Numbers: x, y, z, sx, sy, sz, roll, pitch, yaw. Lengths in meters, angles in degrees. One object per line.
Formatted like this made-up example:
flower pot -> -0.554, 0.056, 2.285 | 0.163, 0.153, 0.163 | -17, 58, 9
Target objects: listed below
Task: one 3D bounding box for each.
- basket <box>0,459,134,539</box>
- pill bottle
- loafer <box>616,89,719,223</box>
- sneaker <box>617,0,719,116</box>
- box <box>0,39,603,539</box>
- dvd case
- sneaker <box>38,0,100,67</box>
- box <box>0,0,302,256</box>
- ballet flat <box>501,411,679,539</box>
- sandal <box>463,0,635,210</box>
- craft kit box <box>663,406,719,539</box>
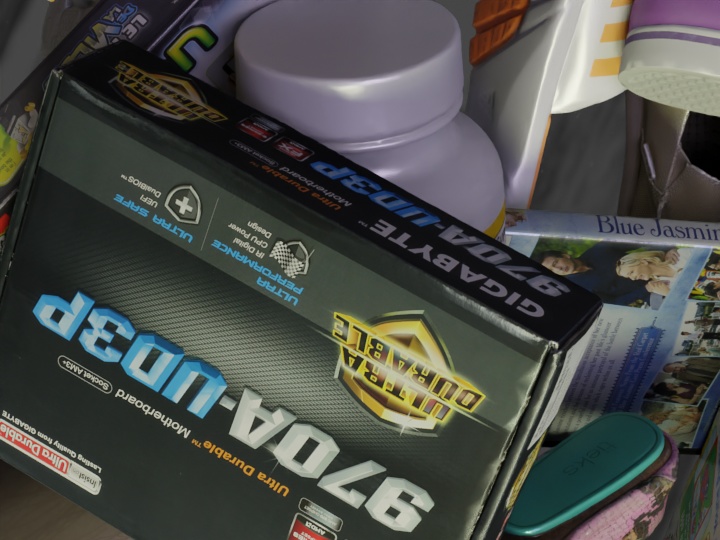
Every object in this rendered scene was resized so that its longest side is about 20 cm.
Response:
basket -> -0.152, 0.144, 0.864 | 0.200, 0.136, 0.180 | -21, 113, -11
pill bottle -> 0.000, 0.000, 0.816 | 0.111, 0.111, 0.200 | -14, 122, -18
loafer -> 0.159, -0.039, 0.968 | 0.076, 0.068, 0.200 | -16, 110, -17
sneaker -> 0.213, -0.108, 0.862 | 0.200, 0.073, 0.114 | 15, 77, 7
box -> -0.034, 0.034, 0.748 | 0.200, 0.046, 0.159 | 29, 121, 15
dvd case -> 0.111, 0.030, 0.935 | 0.200, 0.018, 0.143 | 4, 138, -10
sneaker -> -0.062, -0.127, 0.854 | 0.082, 0.077, 0.200 | 19, 98, -32
box -> -0.070, -0.063, 0.820 | 0.200, 0.035, 0.110 | -46, 147, -1
ballet flat -> 0.051, 0.124, 0.868 | 0.200, 0.069, 0.071 | -24, 122, -30
sandal -> 0.083, -0.083, 0.927 | 0.059, 0.079, 0.207 | 4, 112, -24
craft kit box -> 0.153, 0.163, 0.915 | 0.049, 0.200, 0.198 | 16, 134, -2
